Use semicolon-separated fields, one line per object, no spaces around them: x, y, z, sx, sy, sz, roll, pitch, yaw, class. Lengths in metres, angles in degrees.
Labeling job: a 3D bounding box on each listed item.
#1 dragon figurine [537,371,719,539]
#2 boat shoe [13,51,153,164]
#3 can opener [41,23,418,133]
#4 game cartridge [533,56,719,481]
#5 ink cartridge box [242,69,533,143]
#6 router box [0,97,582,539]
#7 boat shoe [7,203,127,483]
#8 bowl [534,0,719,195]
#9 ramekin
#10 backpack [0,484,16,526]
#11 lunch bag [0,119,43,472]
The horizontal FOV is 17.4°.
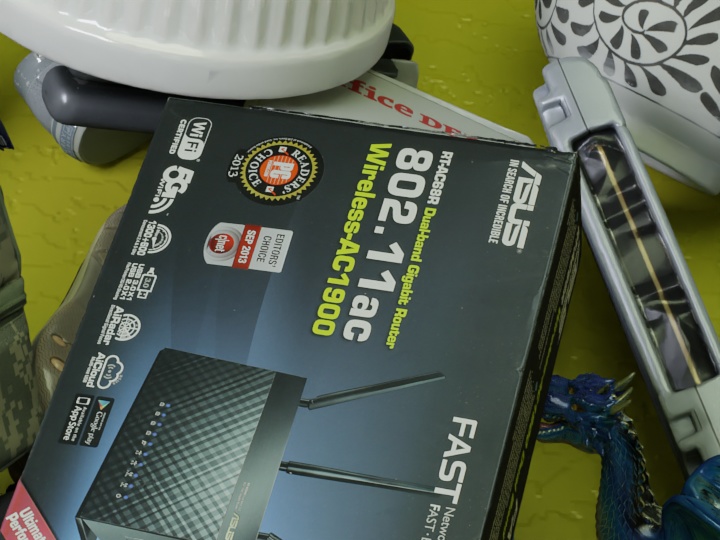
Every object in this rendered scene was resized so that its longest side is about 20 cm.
0.144;0.112;0.919;0.200;0.100;0.059;26;27;20;dragon figurine
-0.087;-0.132;1.177;0.201;0.070;0.071;-37;68;-26;boat shoe
-0.059;-0.091;1.123;0.199;0.053;0.067;0;40;-35;can opener
0.131;0.016;1.043;0.040;0.133;0.201;-20;67;1;game cartridge
0.000;0.000;1.025;0.144;0.085;0.200;24;34;-8;ink cartridge box
-0.018;0.043;0.774;0.149;0.062;0.200;8;55;12;router box
-0.109;0.031;1.041;0.074;0.073;0.200;39;31;-1;boat shoe
0.155;-0.097;1.137;0.200;0.201;0.094;30;93;16;bowl
-0.076;-0.167;1.052;0.199;0.105;0.200;9;28;-5;ramekin
-0.035;0.132;0.881;0.199;0.168;0.163;-19;14;4;backpack
-0.230;0.005;0.903;0.199;0.168;0.139;-2;17;24;lunch bag
